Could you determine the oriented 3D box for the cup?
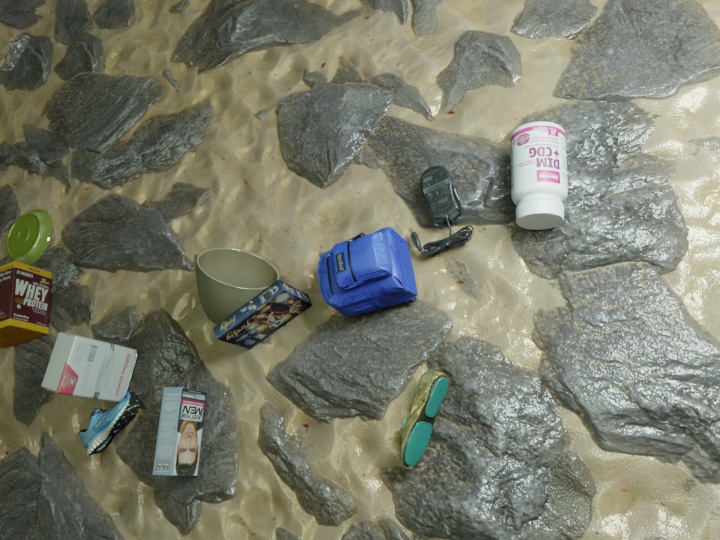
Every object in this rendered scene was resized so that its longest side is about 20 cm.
[{"bbox_3d":[-0.311,0.053,1.497,0.200,0.200,0.144,34,118,30],"label":"cup"}]

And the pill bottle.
[{"bbox_3d":[0.370,-0.194,1.275,0.113,0.113,0.201,-5,72,24],"label":"pill bottle"}]

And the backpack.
[{"bbox_3d":[0.000,0.000,1.362,0.199,0.168,0.163,-20,59,23],"label":"backpack"}]

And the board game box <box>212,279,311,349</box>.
[{"bbox_3d":[-0.229,0.108,1.453,0.200,0.135,0.035,-36,62,12],"label":"board game box"}]

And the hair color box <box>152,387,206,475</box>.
[{"bbox_3d":[-0.433,0.388,1.479,0.060,0.099,0.201,-5,71,23],"label":"hair color box"}]

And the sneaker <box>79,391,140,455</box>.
[{"bbox_3d":[-0.659,0.383,1.591,0.200,0.078,0.090,-46,77,5],"label":"sneaker"}]

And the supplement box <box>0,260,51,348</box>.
[{"bbox_3d":[-1.060,0.106,1.857,0.196,0.133,0.201,-17,67,20],"label":"supplement box"}]

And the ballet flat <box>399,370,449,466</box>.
[{"bbox_3d":[0.121,0.300,1.266,0.070,0.071,0.201,20,83,29],"label":"ballet flat"}]

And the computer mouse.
[{"bbox_3d":[0.168,-0.128,1.395,0.140,0.046,0.201,-28,68,20],"label":"computer mouse"}]

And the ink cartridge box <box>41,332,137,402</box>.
[{"bbox_3d":[-0.696,0.253,1.593,0.084,0.200,0.147,5,75,32],"label":"ink cartridge box"}]

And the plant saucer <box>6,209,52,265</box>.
[{"bbox_3d":[-1.087,-0.110,2.000,0.199,0.031,0.201,-8,71,24],"label":"plant saucer"}]
